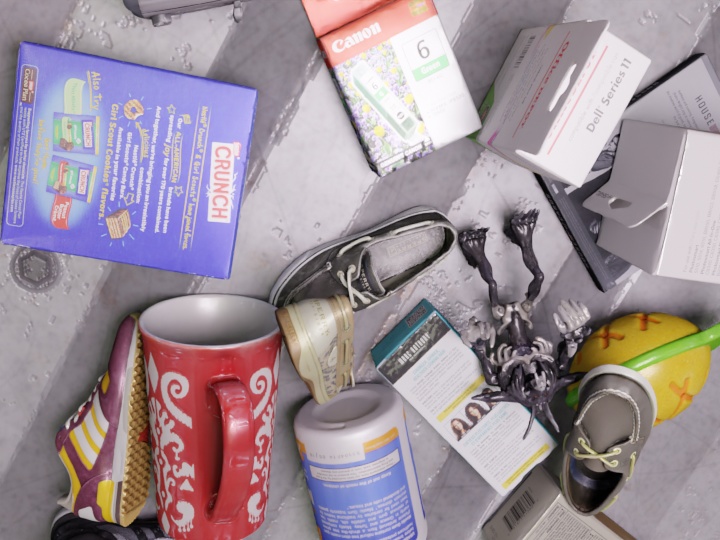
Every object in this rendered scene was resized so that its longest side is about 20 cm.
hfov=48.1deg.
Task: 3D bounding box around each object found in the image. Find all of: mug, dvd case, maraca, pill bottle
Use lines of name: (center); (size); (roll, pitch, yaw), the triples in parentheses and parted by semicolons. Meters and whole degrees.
mug: (-0.142, 0.145, 0.735); (0.131, 0.178, 0.204); (6, 108, 6)
dvd case: (0.289, -0.095, 0.806); (0.198, 0.025, 0.151); (-34, 105, 1)
maraca: (0.295, 0.091, 0.801); (0.197, 0.137, 0.108); (-24, 73, 2)
pill bottle: (0.006, 0.226, 0.800); (0.110, 0.112, 0.204); (-12, 105, -4)

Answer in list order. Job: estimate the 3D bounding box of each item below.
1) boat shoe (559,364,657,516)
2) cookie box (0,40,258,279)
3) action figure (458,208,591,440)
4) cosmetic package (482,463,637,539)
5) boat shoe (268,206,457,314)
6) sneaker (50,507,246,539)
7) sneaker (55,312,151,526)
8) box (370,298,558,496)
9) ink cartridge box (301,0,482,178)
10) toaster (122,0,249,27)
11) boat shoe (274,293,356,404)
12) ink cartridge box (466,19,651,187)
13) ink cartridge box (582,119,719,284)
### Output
boat shoe: (0.226, 0.162, 0.749); (0.071, 0.061, 0.203); (18, 144, 20)
cookie box: (-0.199, -0.094, 0.715); (0.196, 0.075, 0.174); (10, 102, -9)
action figure: (0.147, 0.052, 0.751); (0.117, 0.102, 0.204); (-14, 77, 4)
cosmetic package: (0.241, 0.313, 0.872); (0.199, 0.071, 0.106); (40, 95, -14)
boat shoe: (0.000, 0.000, 0.769); (0.198, 0.064, 0.071); (-30, 106, 1)
sneaker: (-0.209, 0.287, 0.785); (0.196, 0.114, 0.077); (9, 103, -10)
sneaker: (-0.245, 0.138, 0.766); (0.088, 0.075, 0.204); (8, 92, 9)
box: (0.106, 0.130, 0.822); (0.082, 0.049, 0.200); (-42, 105, 4)
ink cartridge box: (0.022, -0.200, 0.731); (0.107, 0.050, 0.203); (-25, 106, -1)
toaster: (-0.138, -0.306, 0.655); (0.127, 0.114, 0.204); (-6, 102, -10)
boat shoe: (-0.027, 0.071, 0.721); (0.062, 0.200, 0.074); (-23, 76, -3)
ink cartridge box: (0.167, -0.142, 0.687); (0.066, 0.200, 0.119); (26, 100, -13)
ink cartridge box: (0.319, -0.061, 0.738); (0.196, 0.129, 0.128); (7, 102, -10)
